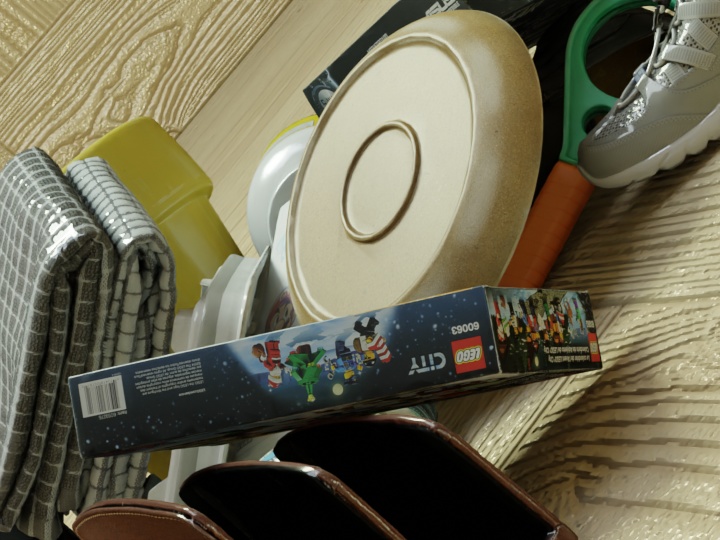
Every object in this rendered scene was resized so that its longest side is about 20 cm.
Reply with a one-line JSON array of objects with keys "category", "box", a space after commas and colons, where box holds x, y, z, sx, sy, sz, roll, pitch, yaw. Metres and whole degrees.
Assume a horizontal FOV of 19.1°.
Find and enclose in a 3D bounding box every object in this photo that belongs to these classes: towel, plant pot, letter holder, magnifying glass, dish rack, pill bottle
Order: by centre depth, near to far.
[{"category": "letter holder", "box": [-0.027, 0.110, 0.904, 0.101, 0.142, 0.200, -52, 12, -19]}, {"category": "plant pot", "box": [0.018, -0.042, 1.096, 0.200, 0.027, 0.201, -30, 50, 44]}, {"category": "magnifying glass", "box": [0.125, -0.071, 1.150, 0.201, 0.079, 0.022, -62, -26, -13]}, {"category": "towel", "box": [-0.178, 0.045, 1.253, 0.166, 0.085, 0.201, -139, 58, -61]}, {"category": "dish rack", "box": [-0.088, 0.076, 1.255, 0.200, 0.043, 0.173, -75, -7, -82]}, {"category": "pill bottle", "box": [-0.019, -0.043, 1.419, 0.112, 0.112, 0.200, -47, 6, 5]}, {"category": "plant pot", "box": [-0.145, 0.032, 1.430, 0.201, 0.189, 0.201, -45, -4, -4]}]

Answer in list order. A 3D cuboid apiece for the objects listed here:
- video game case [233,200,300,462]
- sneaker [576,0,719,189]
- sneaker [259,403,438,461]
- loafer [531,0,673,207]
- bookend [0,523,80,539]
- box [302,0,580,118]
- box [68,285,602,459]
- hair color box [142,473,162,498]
[{"category": "video game case", "box": [0.000, 0.000, 1.184, 0.200, 0.024, 0.183, -37, 36, 47]}, {"category": "sneaker", "box": [0.174, -0.128, 1.083, 0.200, 0.082, 0.075, -47, 11, 6]}, {"category": "sneaker", "box": [-0.033, 0.126, 1.098, 0.200, 0.078, 0.086, -35, 4, 27]}, {"category": "loafer", "box": [0.109, -0.078, 1.197, 0.072, 0.073, 0.200, 9, 57, 52]}, {"category": "bookend", "box": [-0.271, 0.225, 1.377, 0.200, 0.092, 0.199, -51, -16, -9]}, {"category": "box", "box": [0.081, -0.154, 1.238, 0.200, 0.044, 0.160, -31, -4, -36]}, {"category": "box", "box": [-0.008, 0.045, 0.947, 0.199, 0.038, 0.136, -13, -7, 24]}, {"category": "hair color box", "box": [-0.151, 0.213, 1.243, 0.099, 0.061, 0.200, -44, 13, 23]}]
